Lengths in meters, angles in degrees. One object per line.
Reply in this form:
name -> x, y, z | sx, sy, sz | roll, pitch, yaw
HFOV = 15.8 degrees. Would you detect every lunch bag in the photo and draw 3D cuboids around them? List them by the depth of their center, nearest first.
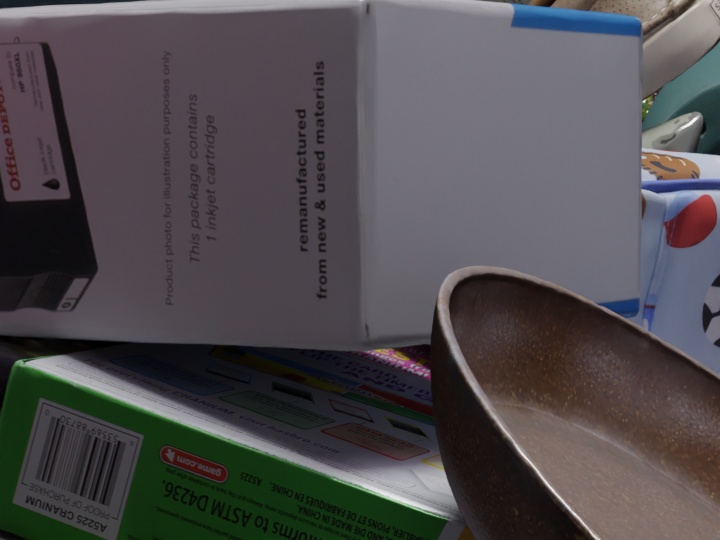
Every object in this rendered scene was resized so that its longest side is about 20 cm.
lunch bag -> 0.080, -0.006, 0.820 | 0.200, 0.076, 0.160 | 7, 5, -41

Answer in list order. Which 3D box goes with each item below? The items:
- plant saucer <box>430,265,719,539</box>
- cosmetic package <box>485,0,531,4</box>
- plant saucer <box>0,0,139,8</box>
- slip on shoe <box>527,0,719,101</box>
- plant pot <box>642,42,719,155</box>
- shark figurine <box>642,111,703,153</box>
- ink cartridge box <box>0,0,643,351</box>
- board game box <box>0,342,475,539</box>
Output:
plant saucer -> 0.089, 0.073, 0.548 | 0.200, 0.032, 0.200 | 35, 16, -11
cosmetic package -> 0.009, -0.101, 1.093 | 0.071, 0.200, 0.105 | 22, -25, 37
plant saucer -> -0.098, -0.071, 0.954 | 0.200, 0.201, 0.039 | 14, 44, -9
slip on shoe -> 0.046, -0.060, 0.993 | 0.061, 0.200, 0.076 | 49, 18, -14
plant pot -> 0.204, -0.028, 1.105 | 0.200, 0.201, 0.161 | 20, 20, 30
shark figurine -> 0.069, 0.012, 1.046 | 0.089, 0.128, 0.214 | 39, -16, -14
ink cartridge box -> -0.045, -0.026, 0.682 | 0.199, 0.085, 0.144 | 2, 3, 32
board game box -> 0.016, 0.057, 0.672 | 0.153, 0.040, 0.200 | 19, 9, 19
